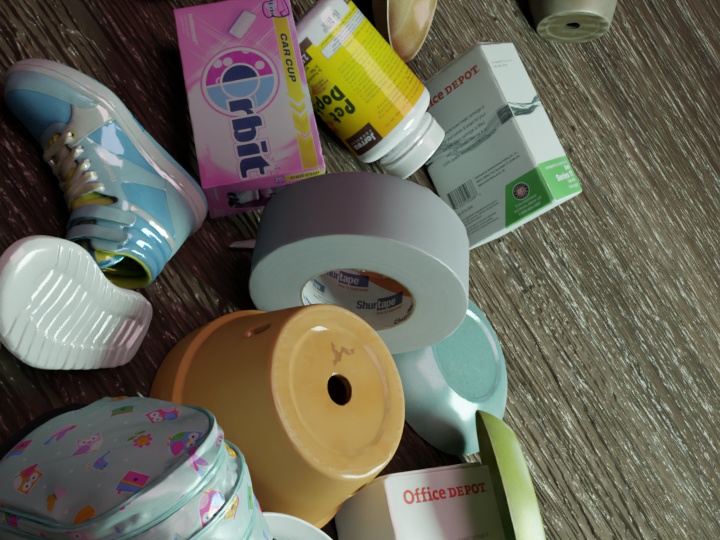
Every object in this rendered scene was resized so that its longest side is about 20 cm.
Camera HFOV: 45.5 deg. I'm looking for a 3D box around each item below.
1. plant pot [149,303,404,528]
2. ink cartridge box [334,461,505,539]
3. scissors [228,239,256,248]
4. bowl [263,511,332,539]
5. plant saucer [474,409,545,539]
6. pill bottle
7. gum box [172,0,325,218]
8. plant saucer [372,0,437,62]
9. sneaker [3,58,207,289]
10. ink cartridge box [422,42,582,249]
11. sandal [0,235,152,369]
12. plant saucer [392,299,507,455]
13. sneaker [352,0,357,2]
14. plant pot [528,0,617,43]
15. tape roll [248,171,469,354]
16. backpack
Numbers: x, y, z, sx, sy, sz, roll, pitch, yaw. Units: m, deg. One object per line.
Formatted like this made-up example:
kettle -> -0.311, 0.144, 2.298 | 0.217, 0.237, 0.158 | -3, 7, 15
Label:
plant pot -> -0.057, 0.117, 0.704 | 0.197, 0.139, 0.205 | 20, 57, -34
ink cartridge box -> 0.066, 0.287, 0.771 | 0.144, 0.084, 0.205 | 6, 64, -42
scissors -> -0.048, -0.025, 0.876 | 0.198, 0.014, 0.074 | -27, 90, -49
bowl -> -0.084, 0.288, 0.625 | 0.198, 0.090, 0.206 | 22, 55, -34
plant saucer -> 0.147, 0.231, 0.820 | 0.030, 0.201, 0.205 | -12, 72, 0
pill bottle -> 0.001, -0.198, 0.944 | 0.200, 0.108, 0.110 | 45, 45, -15
gum box -> -0.104, -0.153, 0.808 | 0.111, 0.066, 0.205 | -11, 70, -6
plant saucer -> 0.056, -0.365, 1.068 | 0.200, 0.035, 0.205 | 16, 89, -71
sneaker -> -0.222, -0.068, 0.689 | 0.199, 0.079, 0.132 | 41, 45, -19
ink cartridge box -> 0.153, -0.150, 1.036 | 0.082, 0.145, 0.204 | -19, 83, -47
sandal -> -0.212, 0.029, 0.611 | 0.049, 0.203, 0.084 | 20, 77, 15
plant saucer -> 0.105, 0.096, 0.940 | 0.198, 0.038, 0.206 | 22, 55, -35
sneaker -> -0.031, -0.405, 1.045 | 0.197, 0.076, 0.117 | 21, 49, -41
plant pot -> 0.336, -0.467, 1.363 | 0.197, 0.198, 0.178 | 12, 77, -38
tape roll -> 0.000, 0.000, 0.774 | 0.198, 0.199, 0.068 | 27, 52, -30
backpack -> -0.154, 0.155, 0.537 | 0.167, 0.196, 0.129 | -50, 129, -41
